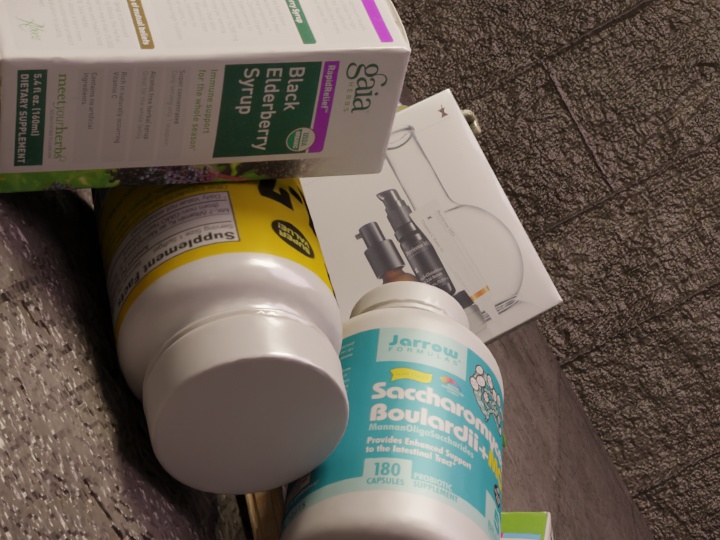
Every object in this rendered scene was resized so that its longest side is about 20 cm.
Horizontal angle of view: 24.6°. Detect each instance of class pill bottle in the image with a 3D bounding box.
[{"bbox_3d":[0.019,0.096,0.861,0.111,0.110,0.200,55,26,-33],"label":"pill bottle"},{"bbox_3d":[-0.072,0.009,0.840,0.114,0.114,0.200,52,13,-43],"label":"pill bottle"}]

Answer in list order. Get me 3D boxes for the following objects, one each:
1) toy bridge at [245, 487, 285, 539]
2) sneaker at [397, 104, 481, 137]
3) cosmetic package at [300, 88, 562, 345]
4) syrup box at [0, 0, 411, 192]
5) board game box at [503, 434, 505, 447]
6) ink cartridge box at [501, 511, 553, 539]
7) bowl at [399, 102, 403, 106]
[{"bbox_3d":[-0.028,0.167,0.876,0.201,0.027,0.067,65,11,15],"label":"toy bridge"},{"bbox_3d":[0.030,-0.052,1.082,0.077,0.088,0.200,58,34,-32],"label":"sneaker"},{"bbox_3d":[0.000,0.000,0.993,0.151,0.199,0.052,61,-19,7],"label":"cosmetic package"},{"bbox_3d":[-0.083,-0.097,0.808,0.082,0.199,0.079,-111,-155,-43],"label":"syrup box"},{"bbox_3d":[0.066,0.069,1.141,0.200,0.030,0.096,32,46,-68],"label":"board game box"},{"bbox_3d":[0.082,0.192,0.957,0.200,0.075,0.148,-71,155,-53],"label":"ink cartridge box"},{"bbox_3d":[-0.005,-0.052,1.265,0.200,0.039,0.201,36,-42,41],"label":"bowl"}]
